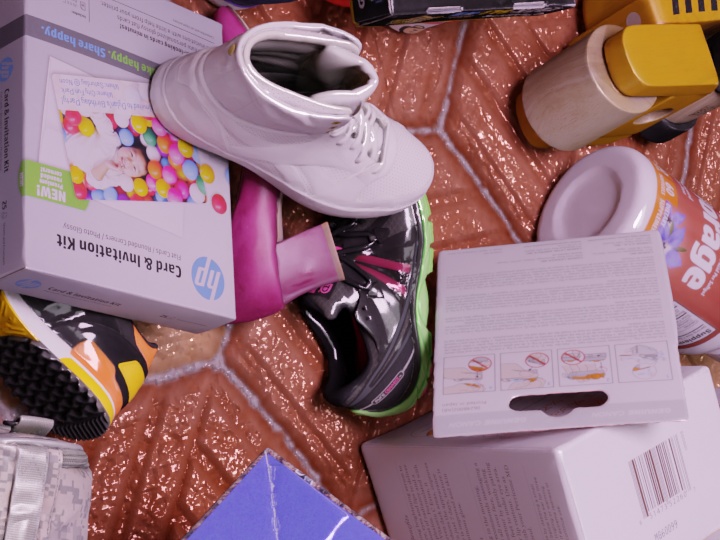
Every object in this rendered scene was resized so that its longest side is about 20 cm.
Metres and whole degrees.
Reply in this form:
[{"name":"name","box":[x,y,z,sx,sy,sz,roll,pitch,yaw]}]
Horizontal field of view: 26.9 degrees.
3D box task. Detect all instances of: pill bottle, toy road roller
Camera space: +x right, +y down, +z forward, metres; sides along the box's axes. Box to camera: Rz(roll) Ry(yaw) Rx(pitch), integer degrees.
[{"name":"pill bottle","box":[0.241,-0.004,1.166,0.200,0.112,0.112,30,70,-31]},{"name":"toy road roller","box":[0.209,-0.180,1.157,0.200,0.123,0.146,-11,78,-37]}]

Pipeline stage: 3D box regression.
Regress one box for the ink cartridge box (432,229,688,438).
[{"name":"ink cartridge box","box":[0.130,0.052,1.001,0.200,0.160,0.047,-84,167,-53]}]

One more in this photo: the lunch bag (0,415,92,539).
[{"name":"lunch bag","box":[-0.215,0.174,0.782,0.139,0.168,0.200,13,80,-35]}]

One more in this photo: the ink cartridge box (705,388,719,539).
[{"name":"ink cartridge box","box":[0.247,0.207,1.134,0.146,0.147,0.200,38,66,-27]}]

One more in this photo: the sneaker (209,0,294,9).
[{"name":"sneaker","box":[-0.087,-0.249,0.920,0.200,0.146,0.081,49,61,-24]}]

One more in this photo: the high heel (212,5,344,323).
[{"name":"high heel","box":[-0.086,-0.068,0.971,0.096,0.067,0.200,-19,82,-3]}]

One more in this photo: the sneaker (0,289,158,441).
[{"name":"sneaker","box":[-0.194,0.000,0.882,0.200,0.070,0.090,57,40,-17]}]

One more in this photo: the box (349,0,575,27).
[{"name":"box","box":[0.059,-0.266,0.994,0.159,0.049,0.200,-11,95,-35]}]

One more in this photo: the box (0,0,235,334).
[{"name":"box","box":[-0.146,-0.075,0.885,0.156,0.041,0.200,17,63,-46]}]

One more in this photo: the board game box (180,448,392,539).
[{"name":"board game box","box":[-0.070,0.227,0.860,0.097,0.200,0.159,34,59,17]}]

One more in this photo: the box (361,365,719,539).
[{"name":"box","box":[0.128,0.140,1.017,0.152,0.200,0.107,-22,98,-36]}]

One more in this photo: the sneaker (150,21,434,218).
[{"name":"sneaker","box":[-0.012,-0.086,0.899,0.200,0.115,0.074,17,72,-34]}]

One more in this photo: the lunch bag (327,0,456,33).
[{"name":"lunch bag","box":[0.014,-0.265,1.043,0.200,0.082,0.176,38,70,-27]}]

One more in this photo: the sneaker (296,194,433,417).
[{"name":"sneaker","box":[0.000,0.000,1.011,0.084,0.077,0.200,-5,87,-37]}]
